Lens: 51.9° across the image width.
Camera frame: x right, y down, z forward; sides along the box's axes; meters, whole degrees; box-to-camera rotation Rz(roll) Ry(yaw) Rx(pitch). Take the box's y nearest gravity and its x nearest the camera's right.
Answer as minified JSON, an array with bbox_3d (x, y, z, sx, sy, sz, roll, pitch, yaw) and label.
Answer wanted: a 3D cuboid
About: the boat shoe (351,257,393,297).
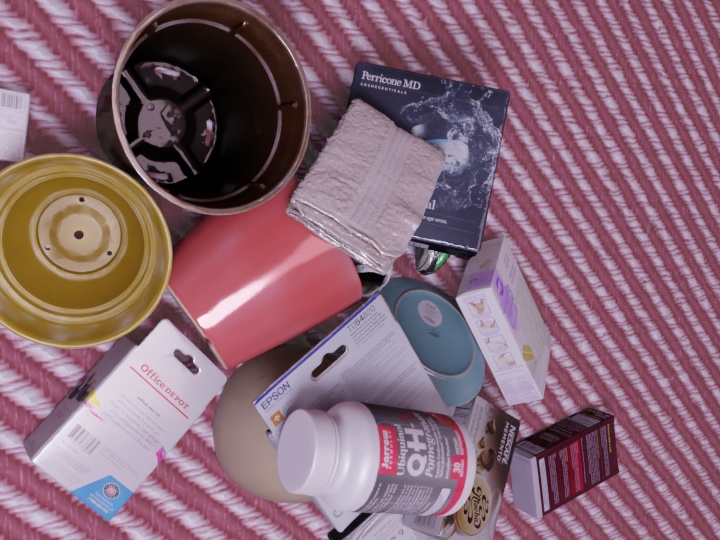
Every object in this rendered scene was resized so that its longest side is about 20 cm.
[{"bbox_3d":[0.000,0.000,0.913,0.072,0.200,0.068,7,73,-5],"label":"boat shoe"}]

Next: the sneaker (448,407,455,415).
[{"bbox_3d":[0.063,0.215,1.012,0.073,0.111,0.201,50,49,-23],"label":"sneaker"}]

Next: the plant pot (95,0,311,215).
[{"bbox_3d":[-0.183,-0.164,0.777,0.198,0.197,0.203,-4,98,-31],"label":"plant pot"}]

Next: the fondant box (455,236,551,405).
[{"bbox_3d":[0.217,0.074,1.094,0.201,0.058,0.145,60,31,-21],"label":"fondant box"}]

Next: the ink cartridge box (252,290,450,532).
[{"bbox_3d":[-0.009,0.158,0.853,0.199,0.040,0.201,-39,113,-23],"label":"ink cartridge box"}]

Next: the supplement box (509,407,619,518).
[{"bbox_3d":[0.341,0.317,1.233,0.198,0.061,0.110,-15,104,-29],"label":"supplement box"}]

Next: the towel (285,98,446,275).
[{"bbox_3d":[0.012,-0.098,0.801,0.132,0.035,0.201,31,51,-7],"label":"towel"}]

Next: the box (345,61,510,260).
[{"bbox_3d":[0.070,-0.134,0.936,0.194,0.117,0.203,11,88,3],"label":"box"}]

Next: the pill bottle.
[{"bbox_3d":[0.016,0.199,0.783,0.198,0.110,0.112,14,88,-32],"label":"pill bottle"}]

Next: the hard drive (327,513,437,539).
[{"bbox_3d":[0.051,0.420,1.077,0.139,0.038,0.202,-34,112,-24],"label":"hard drive"}]

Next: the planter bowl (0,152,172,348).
[{"bbox_3d":[-0.298,-0.028,0.771,0.197,0.084,0.203,-4,108,-13],"label":"planter bowl"}]

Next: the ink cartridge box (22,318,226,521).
[{"bbox_3d":[-0.261,0.159,0.837,0.200,0.068,0.115,-49,117,-18],"label":"ink cartridge box"}]

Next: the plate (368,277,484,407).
[{"bbox_3d":[0.096,0.089,1.009,0.198,0.026,0.202,20,47,-23],"label":"plate"}]

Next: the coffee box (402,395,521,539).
[{"bbox_3d":[0.150,0.292,1.076,0.113,0.079,0.202,33,66,-33],"label":"coffee box"}]

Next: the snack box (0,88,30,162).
[{"bbox_3d":[-0.433,-0.156,0.723,0.198,0.024,0.073,6,93,-32],"label":"snack box"}]

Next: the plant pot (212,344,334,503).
[{"bbox_3d":[-0.067,0.203,0.924,0.198,0.134,0.203,-3,96,-32],"label":"plant pot"}]

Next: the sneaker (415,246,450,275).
[{"bbox_3d":[0.086,-0.094,1.034,0.084,0.078,0.203,1,85,-25],"label":"sneaker"}]

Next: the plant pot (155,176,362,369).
[{"bbox_3d":[-0.123,0.004,0.846,0.177,0.200,0.202,-37,113,-15],"label":"plant pot"}]
